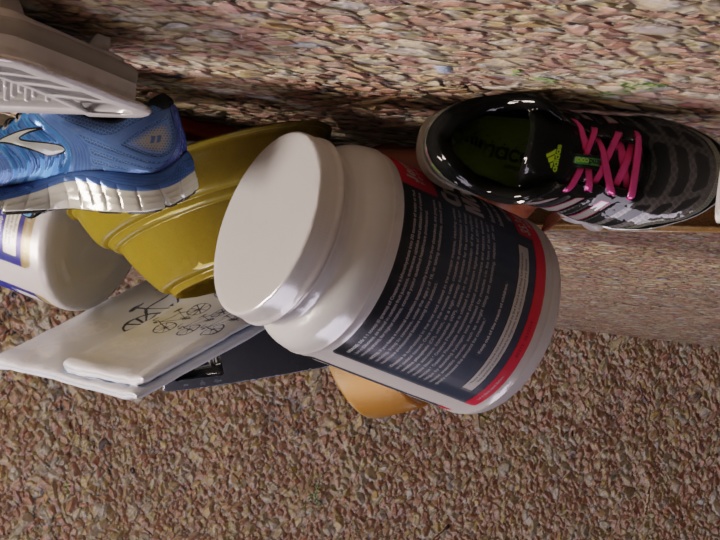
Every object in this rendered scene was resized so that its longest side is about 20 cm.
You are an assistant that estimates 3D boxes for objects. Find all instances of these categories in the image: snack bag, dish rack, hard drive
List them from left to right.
[{"bbox_3d":[-0.233,-0.123,1.024,0.198,0.044,0.171,3,176,23],"label":"dish rack"},{"bbox_3d":[-0.149,0.037,1.346,0.188,0.022,0.199,-30,-157,-35],"label":"snack bag"},{"bbox_3d":[-0.046,0.036,1.368,0.198,0.043,0.135,-11,-162,12],"label":"hard drive"}]

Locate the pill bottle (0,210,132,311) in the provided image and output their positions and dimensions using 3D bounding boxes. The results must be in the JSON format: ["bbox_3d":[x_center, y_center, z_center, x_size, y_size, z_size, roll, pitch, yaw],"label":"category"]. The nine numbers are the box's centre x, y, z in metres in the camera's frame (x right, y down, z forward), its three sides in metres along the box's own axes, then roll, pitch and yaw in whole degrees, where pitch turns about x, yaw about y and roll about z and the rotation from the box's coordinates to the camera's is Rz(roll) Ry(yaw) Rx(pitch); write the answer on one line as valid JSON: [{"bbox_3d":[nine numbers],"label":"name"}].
[{"bbox_3d":[-0.280,-0.051,1.426,0.199,0.121,0.119,18,-178,30],"label":"pill bottle"}]

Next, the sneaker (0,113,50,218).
[{"bbox_3d":[-0.208,-0.071,1.306,0.199,0.073,0.072,4,176,-34],"label":"sneaker"}]

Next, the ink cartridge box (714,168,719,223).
[{"bbox_3d":[0.320,-0.053,0.995,0.175,0.085,0.199,2,175,39],"label":"ink cartridge box"}]

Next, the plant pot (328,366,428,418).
[{"bbox_3d":[0.075,0.020,1.679,0.182,0.202,0.200,-14,169,21],"label":"plant pot"}]

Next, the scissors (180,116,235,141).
[{"bbox_3d":[-0.092,-0.098,1.346,0.198,0.014,0.073,7,173,-1],"label":"scissors"}]

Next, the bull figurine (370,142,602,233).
[{"bbox_3d":[0.078,-0.060,1.312,0.198,0.066,0.121,5,177,-5],"label":"bull figurine"}]

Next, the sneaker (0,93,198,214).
[{"bbox_3d":[-0.203,-0.086,1.186,0.198,0.090,0.079,-1,-167,12],"label":"sneaker"}]

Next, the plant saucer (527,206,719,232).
[{"bbox_3d":[0.213,-0.049,1.401,0.198,0.036,0.200,1,180,0],"label":"plant saucer"}]

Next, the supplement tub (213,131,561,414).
[{"bbox_3d":[0.019,0.002,1.191,0.199,0.141,0.140,23,167,-30],"label":"supplement tub"}]

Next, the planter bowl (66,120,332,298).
[{"bbox_3d":[-0.103,-0.032,1.297,0.199,0.084,0.200,-18,173,-2],"label":"planter bowl"}]

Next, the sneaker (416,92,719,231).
[{"bbox_3d":[0.127,-0.066,1.110,0.198,0.074,0.087,9,-178,9],"label":"sneaker"}]
